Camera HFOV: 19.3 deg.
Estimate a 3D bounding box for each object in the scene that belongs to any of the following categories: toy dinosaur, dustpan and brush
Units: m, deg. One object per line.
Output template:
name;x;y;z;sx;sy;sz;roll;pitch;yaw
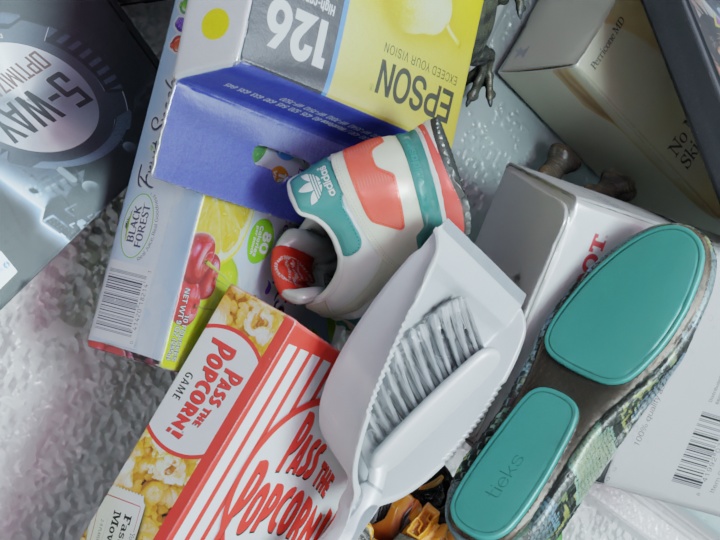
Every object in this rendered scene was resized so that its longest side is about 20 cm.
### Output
toy dinosaur;0.063;-0.143;1.167;0.200;0.047;0.088;-52;155;-3
dustpan and brush;0.012;0.084;1.016;0.200;0.057;0.140;-47;152;2

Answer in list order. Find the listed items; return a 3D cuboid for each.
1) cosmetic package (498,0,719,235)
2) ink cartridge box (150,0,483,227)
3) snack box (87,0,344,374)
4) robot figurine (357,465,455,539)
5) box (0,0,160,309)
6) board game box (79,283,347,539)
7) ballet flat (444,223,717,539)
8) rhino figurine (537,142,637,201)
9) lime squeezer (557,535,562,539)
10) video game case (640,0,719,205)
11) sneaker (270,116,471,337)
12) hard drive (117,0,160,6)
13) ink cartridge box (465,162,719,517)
cosmetic package;0.185;-0.095;1.258;0.200;0.071;0.105;41;68;-30
ink cartridge box;-0.009;-0.122;1.018;0.198;0.047;0.200;16;83;-58
snack box;-0.052;-0.044;1.064;0.142;0.053;0.200;17;87;-58
robot figurine;0.022;0.189;1.116;0.145;0.058;0.200;-50;147;-24
box;-0.195;-0.071;1.002;0.200;0.044;0.160;-46;116;-26
board game box;-0.064;0.123;1.043;0.200;0.046;0.151;-60;148;-4
ballet flat;0.114;0.065;1.078;0.200;0.074;0.074;-50;119;-8
rhino figurine;0.153;0.025;1.247;0.200;0.060;0.087;51;61;-27
lime squeezer;0.077;0.139;1.210;0.200;0.038;0.071;-10;97;-34
video game case;0.229;-0.090;1.184;0.181;0.025;0.200;12;55;-51
sneaker;0.000;0.000;1.061;0.093;0.200;0.070;-12;59;-9
hard drive;-0.051;-0.220;1.105;0.200;0.038;0.140;-16;101;-34
ink cartridge box;0.150;0.041;1.166;0.200;0.084;0.145;18;99;-28
